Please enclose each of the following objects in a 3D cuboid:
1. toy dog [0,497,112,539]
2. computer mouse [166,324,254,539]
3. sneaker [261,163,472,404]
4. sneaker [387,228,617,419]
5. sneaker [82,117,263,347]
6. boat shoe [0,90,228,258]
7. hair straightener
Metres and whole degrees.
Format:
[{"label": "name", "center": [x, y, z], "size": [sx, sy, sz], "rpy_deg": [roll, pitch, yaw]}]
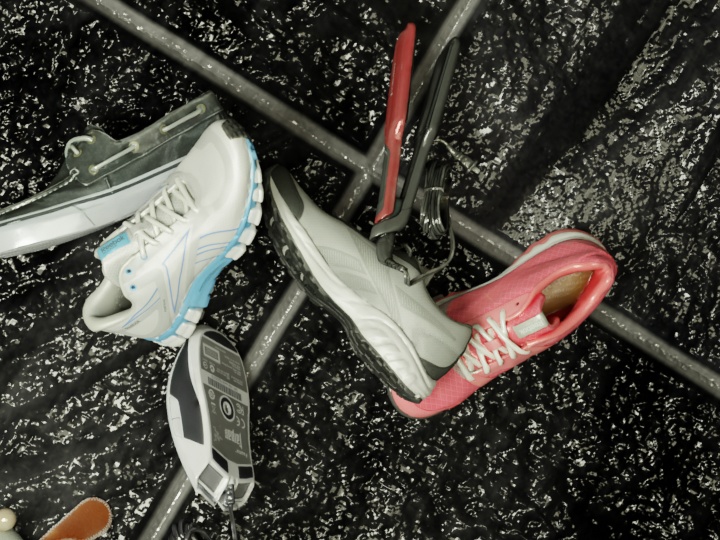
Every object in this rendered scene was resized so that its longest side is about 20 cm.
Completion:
[{"label": "toy dog", "center": [-0.181, 0.220, 1.592], "size": [0.199, 0.132, 0.097], "rpy_deg": [19, 115, -22]}, {"label": "computer mouse", "center": [-0.108, 0.136, 1.592], "size": [0.044, 0.110, 0.201], "rpy_deg": [-21, 59, 25]}, {"label": "sneaker", "center": [0.000, 0.000, 1.612], "size": [0.079, 0.074, 0.200], "rpy_deg": [-40, 89, -10]}, {"label": "sneaker", "center": [0.104, 0.038, 1.639], "size": [0.200, 0.087, 0.074], "rpy_deg": [-37, 102, -5]}, {"label": "sneaker", "center": [-0.134, -0.021, 1.539], "size": [0.086, 0.075, 0.200], "rpy_deg": [0, 132, -36]}, {"label": "boat shoe", "center": [-0.181, -0.070, 1.584], "size": [0.199, 0.072, 0.071], "rpy_deg": [-24, 93, -19]}, {"label": "hair straightener", "center": [0.053, -0.079, 1.602], "size": [0.077, 0.041, 0.201], "rpy_deg": [13, 65, -14]}]
